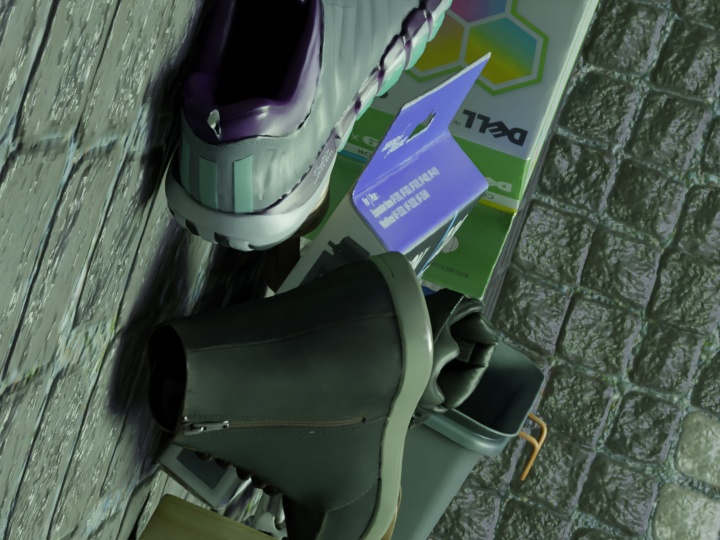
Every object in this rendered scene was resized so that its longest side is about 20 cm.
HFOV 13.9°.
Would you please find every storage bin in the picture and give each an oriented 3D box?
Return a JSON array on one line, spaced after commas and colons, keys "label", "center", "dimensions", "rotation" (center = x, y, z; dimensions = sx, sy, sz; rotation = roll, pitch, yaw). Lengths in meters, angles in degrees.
[{"label": "storage bin", "center": [0.044, 0.122, 2.052], "dimensions": [0.135, 0.145, 0.200], "rotation": [-62, 177, 17]}]

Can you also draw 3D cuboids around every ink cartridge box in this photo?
[{"label": "ink cartridge box", "center": [0.049, -0.097, 1.506], "dimensions": [0.059, 0.103, 0.201], "rotation": [97, 14, -63]}, {"label": "ink cartridge box", "center": [0.000, 0.000, 1.361], "dimensions": [0.200, 0.043, 0.198], "rotation": [-56, 175, 18]}]

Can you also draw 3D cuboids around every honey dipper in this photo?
[{"label": "honey dipper", "center": [-0.031, -0.019, 1.343], "dimensions": [0.200, 0.038, 0.038], "rotation": [90, 20, -77]}]

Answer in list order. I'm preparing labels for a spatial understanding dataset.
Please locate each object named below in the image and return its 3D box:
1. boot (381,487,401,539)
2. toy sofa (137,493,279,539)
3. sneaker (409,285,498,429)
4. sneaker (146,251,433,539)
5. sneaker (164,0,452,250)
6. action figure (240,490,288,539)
[{"label": "boot", "center": [-0.002, 0.112, 1.840], "dimensions": [0.074, 0.075, 0.201], "rotation": [-59, 166, -54]}, {"label": "toy sofa", "center": [-0.081, 0.203, 1.363], "dimensions": [0.200, 0.082, 0.098], "rotation": [101, 15, -53]}, {"label": "sneaker", "center": [0.021, 0.034, 1.616], "dimensions": [0.200, 0.111, 0.077], "rotation": [-31, 140, -81]}, {"label": "sneaker", "center": [-0.040, 0.062, 1.219], "dimensions": [0.200, 0.106, 0.075], "rotation": [102, -26, -55]}, {"label": "sneaker", "center": [-0.012, -0.105, 1.093], "dimensions": [0.088, 0.074, 0.201], "rotation": [91, 19, -57]}, {"label": "action figure", "center": [-0.050, 0.157, 1.606], "dimensions": [0.131, 0.069, 0.200], "rotation": [-64, 171, 2]}]
